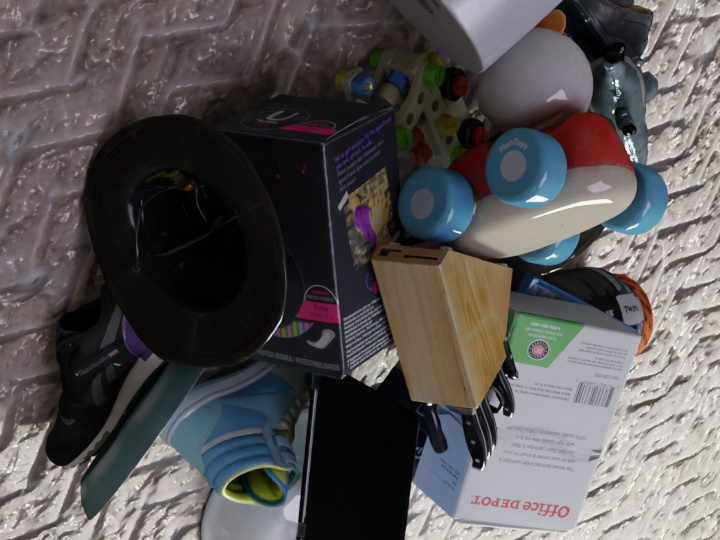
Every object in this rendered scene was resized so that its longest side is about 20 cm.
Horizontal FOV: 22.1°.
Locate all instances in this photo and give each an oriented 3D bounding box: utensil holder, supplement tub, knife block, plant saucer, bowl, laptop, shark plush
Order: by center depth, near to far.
[{"bbox_3d":[0.113,-0.281,1.466,0.200,0.170,0.170,-44,145,-4],"label":"utensil holder"},{"bbox_3d":[0.071,0.075,1.521,0.200,0.064,0.176,14,81,-63],"label":"knife block"},{"bbox_3d":[-0.179,0.120,1.548,0.200,0.027,0.200,-54,-175,8],"label":"plant saucer"},{"bbox_3d":[0.011,0.167,1.647,0.200,0.116,0.188,-49,148,-67],"label":"laptop"},{"bbox_3d":[0.249,-0.158,1.700,0.091,0.084,0.200,-9,161,-4],"label":"shark plush"},{"bbox_3d":[-0.053,0.241,1.835,0.201,0.090,0.201,-29,140,-28],"label":"bowl"},{"bbox_3d":[0.211,0.062,1.933,0.200,0.122,0.123,-10,129,-43],"label":"supplement tub"}]

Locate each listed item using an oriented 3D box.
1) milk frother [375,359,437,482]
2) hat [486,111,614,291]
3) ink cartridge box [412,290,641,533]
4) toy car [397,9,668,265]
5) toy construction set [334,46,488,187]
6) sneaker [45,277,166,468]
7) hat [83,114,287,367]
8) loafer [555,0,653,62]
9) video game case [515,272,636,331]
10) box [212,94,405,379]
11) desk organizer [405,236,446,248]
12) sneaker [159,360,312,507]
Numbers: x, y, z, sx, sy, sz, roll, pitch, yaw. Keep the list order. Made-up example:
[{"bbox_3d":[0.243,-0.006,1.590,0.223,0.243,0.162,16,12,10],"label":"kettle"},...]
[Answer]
[{"bbox_3d":[0.088,0.118,1.832,0.180,0.200,0.188,38,88,-28],"label":"milk frother"},{"bbox_3d":[0.149,-0.078,1.704,0.200,0.081,0.201,-26,140,-24],"label":"hat"},{"bbox_3d":[0.149,0.128,1.679,0.146,0.084,0.201,11,103,-31],"label":"ink cartridge box"},{"bbox_3d":[0.134,-0.123,1.526,0.177,0.201,0.184,-21,159,38],"label":"toy car"},{"bbox_3d":[0.041,-0.114,1.603,0.131,0.092,0.200,-52,154,-25],"label":"toy construction set"},{"bbox_3d":[-0.223,0.073,1.524,0.087,0.076,0.200,28,115,-22],"label":"sneaker"},{"bbox_3d":[-0.119,-0.028,1.433,0.081,0.200,0.201,-24,141,-57],"label":"hat"},{"bbox_3d":[0.220,-0.245,1.710,0.072,0.073,0.200,-61,155,0],"label":"loafer"},{"bbox_3d":[0.162,0.117,1.743,0.143,0.018,0.200,26,95,-32],"label":"video game case"},{"bbox_3d":[-0.041,-0.030,1.497,0.106,0.122,0.201,-31,122,-49],"label":"box"},{"bbox_3d":[0.000,0.000,1.685,0.200,0.072,0.077,-16,131,-40],"label":"desk organizer"},{"bbox_3d":[-0.074,0.148,1.681,0.200,0.131,0.080,-23,148,-32],"label":"sneaker"}]
